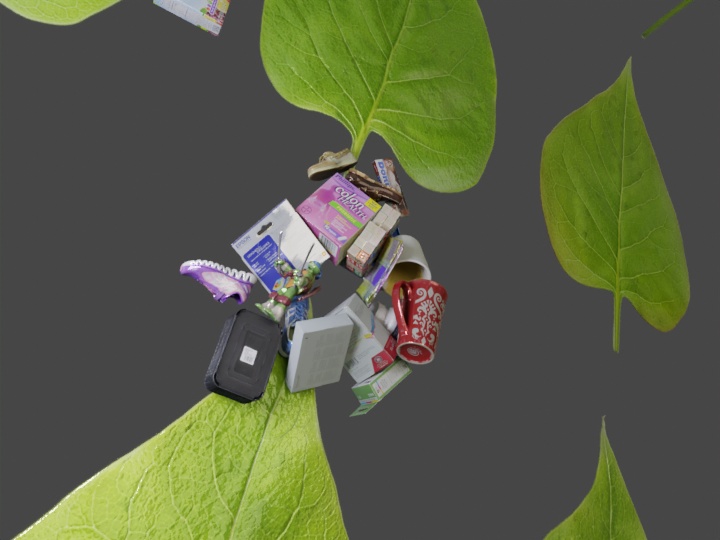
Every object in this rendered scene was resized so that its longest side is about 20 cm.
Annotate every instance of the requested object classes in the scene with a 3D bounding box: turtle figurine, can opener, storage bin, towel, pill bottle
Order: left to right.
[{"bbox_3d":[-0.291,0.215,1.372,0.133,0.093,0.204,27,61,-22],"label":"storage bin"},{"bbox_3d":[-0.196,0.018,1.402,0.142,0.201,0.195,31,73,25],"label":"turtle figurine"},{"bbox_3d":[0.000,0.000,1.647,0.198,0.066,0.053,32,65,-10],"label":"can opener"},{"bbox_3d":[0.055,-0.005,1.547,0.022,0.144,0.203,29,96,-16],"label":"towel"},{"bbox_3d":[0.106,0.179,1.616,0.198,0.111,0.113,34,60,-18],"label":"pill bottle"}]

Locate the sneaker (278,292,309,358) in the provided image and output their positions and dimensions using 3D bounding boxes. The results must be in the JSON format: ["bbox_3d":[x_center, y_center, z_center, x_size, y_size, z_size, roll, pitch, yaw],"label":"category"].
[{"bbox_3d":[-0.168,0.134,1.483,0.074,0.077,0.205,17,64,-23],"label":"sneaker"}]

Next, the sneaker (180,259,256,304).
[{"bbox_3d":[-0.364,0.034,1.399,0.196,0.080,0.091,18,73,-27],"label":"sneaker"}]

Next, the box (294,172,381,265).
[{"bbox_3d":[-0.069,-0.151,1.587,0.175,0.097,0.200,38,58,12],"label":"box"}]

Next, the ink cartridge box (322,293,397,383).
[{"bbox_3d":[-0.010,0.187,1.512,0.201,0.145,0.083,50,31,-8],"label":"ink cartridge box"}]

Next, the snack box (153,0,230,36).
[{"bbox_3d":[-0.483,-0.815,1.606,0.196,0.067,0.173,19,66,-23],"label":"snack box"}]

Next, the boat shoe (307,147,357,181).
[{"bbox_3d":[-0.095,-0.330,1.688,0.198,0.074,0.067,-26,85,-45],"label":"boat shoe"}]

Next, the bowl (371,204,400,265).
[{"bbox_3d":[0.034,-0.110,1.710,0.197,0.039,0.206,10,70,-29],"label":"bowl"}]

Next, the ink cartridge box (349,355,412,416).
[{"bbox_3d":[0.043,0.321,1.536,0.199,0.103,0.060,-35,93,-34],"label":"ink cartridge box"}]

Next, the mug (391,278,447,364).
[{"bbox_3d":[0.147,0.137,1.517,0.174,0.134,0.203,20,53,-7],"label":"mug"}]

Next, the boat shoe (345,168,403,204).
[{"bbox_3d":[0.038,-0.248,1.737,0.196,0.070,0.072,23,79,-8],"label":"boat shoe"}]

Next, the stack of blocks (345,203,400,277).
[{"bbox_3d":[0.039,-0.092,1.581,0.058,0.116,0.201,33,71,9],"label":"stack of blocks"}]

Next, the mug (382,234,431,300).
[{"bbox_3d":[0.121,-0.011,1.636,0.146,0.188,0.155,17,40,-17],"label":"mug"}]

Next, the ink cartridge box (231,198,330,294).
[{"bbox_3d":[-0.216,-0.053,1.495,0.197,0.047,0.201,-40,97,-11],"label":"ink cartridge box"}]

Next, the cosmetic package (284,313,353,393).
[{"bbox_3d":[-0.109,0.216,1.431,0.148,0.204,0.052,-8,37,-35],"label":"cosmetic package"}]

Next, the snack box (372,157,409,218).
[{"bbox_3d":[0.101,-0.270,1.812,0.071,0.024,0.205,-13,82,-32],"label":"snack box"}]
